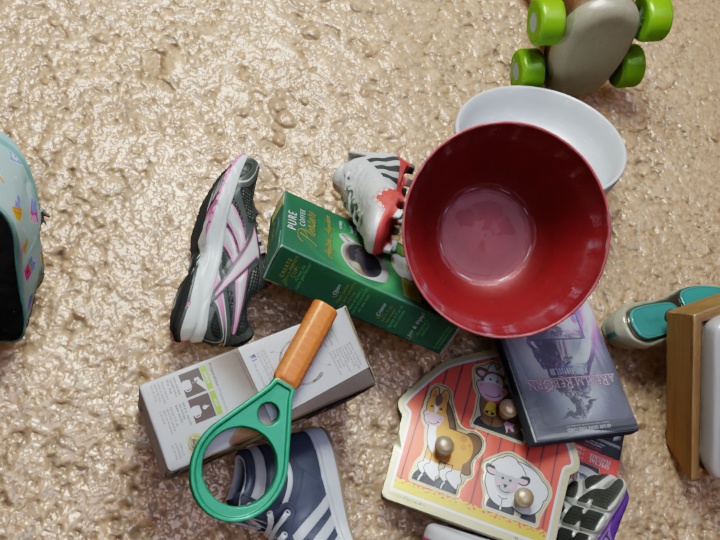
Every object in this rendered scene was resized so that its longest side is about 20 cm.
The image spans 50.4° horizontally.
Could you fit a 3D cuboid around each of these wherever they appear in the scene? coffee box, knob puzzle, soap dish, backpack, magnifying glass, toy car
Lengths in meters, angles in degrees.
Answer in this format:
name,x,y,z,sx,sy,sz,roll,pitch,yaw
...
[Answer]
name,x,y,z,sx,sy,sz,roll,pitch,yaw
coffee box,-0.099,0.115,0.713,0.198,0.114,0.080,-20,79,-21
knob puzzle,0.133,0.164,0.787,0.217,0.031,0.222,3,58,-4
soap dish,0.413,0.115,0.849,0.156,0.081,0.202,-15,111,-21
backpack,-0.356,-0.044,0.640,0.174,0.201,0.155,9,54,-12
magnifying glass,-0.075,0.115,0.650,0.079,0.022,0.201,32,70,-8
coffee box,0.000,0.000,0.776,0.198,0.044,0.123,24,28,-18
toy car,0.268,-0.340,0.969,0.162,0.158,0.202,-4,62,-8

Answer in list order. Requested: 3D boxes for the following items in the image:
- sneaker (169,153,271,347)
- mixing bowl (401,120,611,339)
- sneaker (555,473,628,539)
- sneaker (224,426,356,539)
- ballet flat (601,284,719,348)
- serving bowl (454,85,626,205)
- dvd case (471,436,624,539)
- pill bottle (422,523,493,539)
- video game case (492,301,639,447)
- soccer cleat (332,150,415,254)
name,x,y,z,sx,sy,sz,roll,pitch,yaw
sneaker,-0.128,-0.015,0.779,0.086,0.080,0.202,20,74,-24
mixing bowl,0.135,-0.038,0.762,0.197,0.108,0.203,0,90,-1
sneaker,0.215,0.298,0.760,0.083,0.080,0.201,38,73,-20
sneaker,-0.062,0.250,0.696,0.107,0.070,0.202,-3,66,-29
ballet flat,0.369,0.060,0.904,0.198,0.069,0.070,-4,73,-24
serving bowl,0.203,-0.131,0.896,0.197,0.066,0.202,4,48,-5
dvd case,0.200,0.238,0.815,0.145,0.022,0.202,23,66,-9
pill bottle,0.089,0.345,0.688,0.112,0.113,0.202,18,77,-10
video game case,0.211,0.087,0.837,0.141,0.019,0.202,0,59,-26
soccer cleat,0.008,-0.076,0.797,0.084,0.069,0.201,16,29,-1
